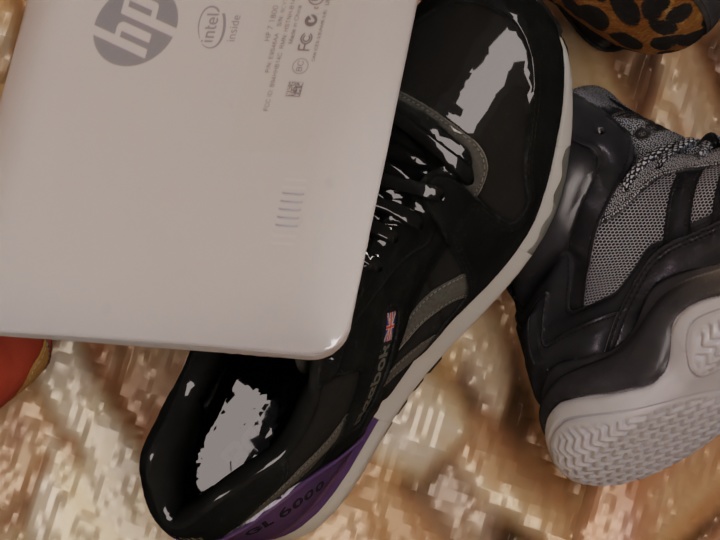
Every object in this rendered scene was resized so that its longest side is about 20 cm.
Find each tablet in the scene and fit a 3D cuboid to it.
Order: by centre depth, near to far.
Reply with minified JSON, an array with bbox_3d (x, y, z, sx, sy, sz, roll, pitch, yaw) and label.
[{"bbox_3d":[-0.047,-0.071,0.748,0.129,0.014,0.201,3,67,20],"label":"tablet"}]

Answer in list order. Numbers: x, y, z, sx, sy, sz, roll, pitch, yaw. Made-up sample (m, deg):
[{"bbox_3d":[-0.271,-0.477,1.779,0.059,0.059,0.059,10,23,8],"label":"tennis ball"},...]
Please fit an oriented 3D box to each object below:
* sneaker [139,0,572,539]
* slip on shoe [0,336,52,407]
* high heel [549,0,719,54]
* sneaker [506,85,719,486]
[{"bbox_3d":[0.000,0.000,0.757,0.076,0.088,0.201,30,97,14],"label":"sneaker"},{"bbox_3d":[-0.154,-0.043,0.782,0.061,0.074,0.201,-15,79,-47],"label":"slip on shoe"},{"bbox_3d":[0.032,-0.142,0.782,0.200,0.143,0.072,38,88,-5],"label":"high heel"},{"bbox_3d":[0.116,-0.030,0.787,0.200,0.075,0.114,-43,60,19],"label":"sneaker"}]
